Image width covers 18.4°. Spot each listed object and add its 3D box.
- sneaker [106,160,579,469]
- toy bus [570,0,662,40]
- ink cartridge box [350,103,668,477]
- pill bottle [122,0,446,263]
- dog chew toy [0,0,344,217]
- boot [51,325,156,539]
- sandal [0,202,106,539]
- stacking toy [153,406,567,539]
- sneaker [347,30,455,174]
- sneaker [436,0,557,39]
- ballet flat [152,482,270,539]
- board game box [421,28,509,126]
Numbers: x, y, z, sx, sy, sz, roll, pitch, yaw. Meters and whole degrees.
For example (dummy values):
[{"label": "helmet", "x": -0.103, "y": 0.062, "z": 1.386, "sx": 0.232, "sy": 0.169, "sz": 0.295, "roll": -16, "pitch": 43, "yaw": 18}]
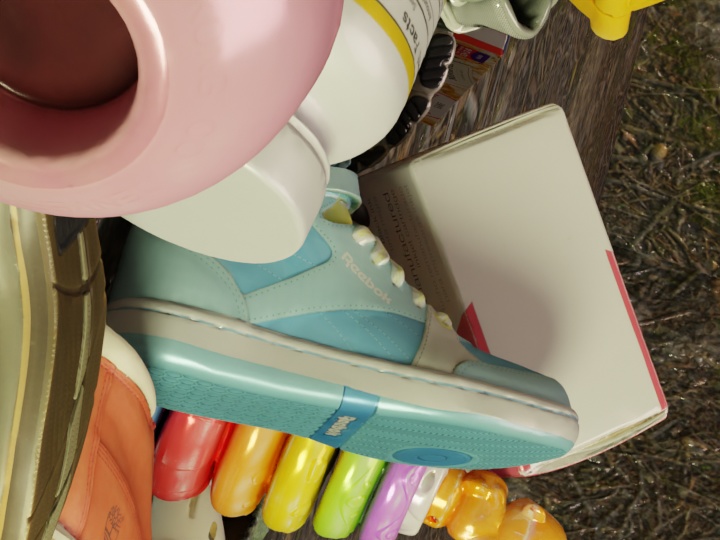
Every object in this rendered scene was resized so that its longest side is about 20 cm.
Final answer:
[{"label": "sneaker", "x": 0.000, "y": 0.000, "z": 0.869, "sx": 0.079, "sy": 0.198, "sz": 0.132, "roll": 144, "pitch": -43, "yaw": -61}, {"label": "toy bus", "x": 0.090, "y": -0.202, "z": 0.984, "sx": 0.191, "sy": 0.200, "sz": 0.136, "roll": -31, "pitch": 155, "yaw": -16}, {"label": "ink cartridge box", "x": 0.042, "y": 0.019, "z": 1.032, "sx": 0.200, "sy": 0.082, "sz": 0.148, "roll": -17, "pitch": -86, "yaw": 67}, {"label": "pill bottle", "x": -0.023, "y": -0.109, "z": 0.744, "sx": 0.113, "sy": 0.111, "sz": 0.201, "roll": 89, "pitch": 22, "yaw": -65}, {"label": "dog chew toy", "x": -0.056, "y": -0.103, "z": 0.561, "sx": 0.201, "sy": 0.123, "sz": 0.125, "roll": -75, "pitch": 177, "yaw": -53}, {"label": "boot", "x": -0.100, "y": 0.096, "z": 0.814, "sx": 0.201, "sy": 0.074, "sz": 0.108, "roll": 89, "pitch": 16, "yaw": -61}, {"label": "sandal", "x": -0.108, "y": -0.001, "z": 0.653, "sx": 0.080, "sy": 0.053, "sz": 0.202, "roll": -59, "pitch": 151, "yaw": -76}, {"label": "stacking toy", "x": -0.002, "y": 0.076, "z": 0.933, "sx": 0.117, "sy": 0.199, "sz": 0.110, "roll": 111, "pitch": 6, "yaw": -46}, {"label": "sneaker", "x": 0.014, "y": -0.133, "z": 1.069, "sx": 0.080, "sy": 0.077, "sz": 0.202, "roll": 125, "pitch": -13, "yaw": -77}, {"label": "sneaker", "x": 0.030, "y": -0.123, "z": 0.860, "sx": 0.074, "sy": 0.199, "sz": 0.089, "roll": 0, "pitch": 71, "yaw": -48}, {"label": "ballet flat", "x": -0.079, "y": 0.113, "z": 1.003, "sx": 0.200, "sy": 0.074, "sz": 0.075, "roll": -67, "pitch": 172, "yaw": -70}, {"label": "board game box", "x": 0.060, "y": -0.171, "z": 1.196, "sx": 0.200, "sy": 0.046, "sz": 0.153, "roll": 138, "pitch": -29, "yaw": -79}]
